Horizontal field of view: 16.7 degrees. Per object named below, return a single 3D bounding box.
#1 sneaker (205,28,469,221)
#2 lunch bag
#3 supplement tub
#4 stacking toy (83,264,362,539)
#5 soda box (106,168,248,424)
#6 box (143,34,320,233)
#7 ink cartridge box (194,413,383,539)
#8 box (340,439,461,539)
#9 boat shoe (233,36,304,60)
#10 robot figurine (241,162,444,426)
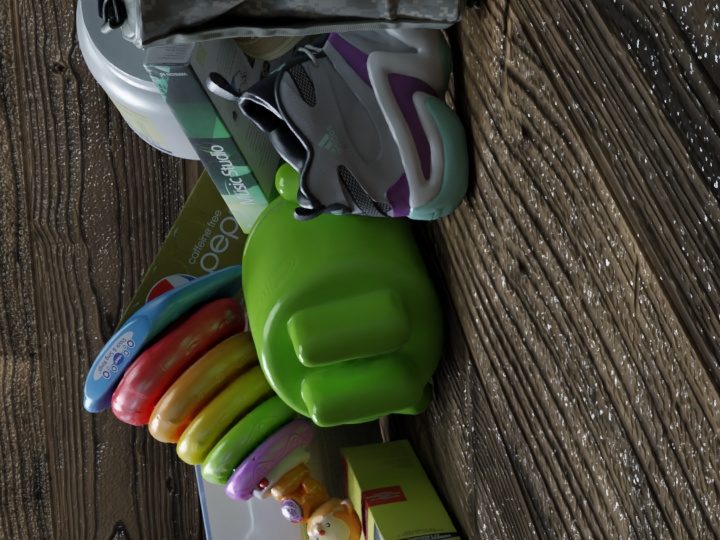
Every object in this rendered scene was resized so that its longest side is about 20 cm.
[{"bbox_3d":[-0.019,-0.123,1.381,0.078,0.139,0.201,104,160,-68],"label":"sneaker"},{"bbox_3d":[-0.040,-0.203,1.272,0.139,0.199,0.169,166,100,-83],"label":"lunch bag"},{"bbox_3d":[-0.120,-0.166,1.730,0.200,0.144,0.146,69,-165,-79],"label":"supplement tub"},{"bbox_3d":[-0.072,0.105,1.572,0.200,0.110,0.116,48,123,11],"label":"stacking toy"},{"bbox_3d":[-0.111,0.010,1.718,0.064,0.067,0.201,100,-164,-65],"label":"soda box"},{"bbox_3d":[-0.075,-0.134,1.562,0.200,0.036,0.145,60,-143,-54],"label":"box"},{"bbox_3d":[-0.037,0.147,1.715,0.200,0.076,0.137,10,-111,-65],"label":"ink cartridge box"},{"bbox_3d":[0.026,0.173,1.568,0.200,0.050,0.076,-117,22,-73],"label":"box"},{"bbox_3d":[-0.038,-0.218,1.447,0.072,0.065,0.201,42,114,34],"label":"boat shoe"},{"bbox_3d":[-0.013,0.017,1.521,0.200,0.115,0.176,-109,4,-63],"label":"robot figurine"}]
